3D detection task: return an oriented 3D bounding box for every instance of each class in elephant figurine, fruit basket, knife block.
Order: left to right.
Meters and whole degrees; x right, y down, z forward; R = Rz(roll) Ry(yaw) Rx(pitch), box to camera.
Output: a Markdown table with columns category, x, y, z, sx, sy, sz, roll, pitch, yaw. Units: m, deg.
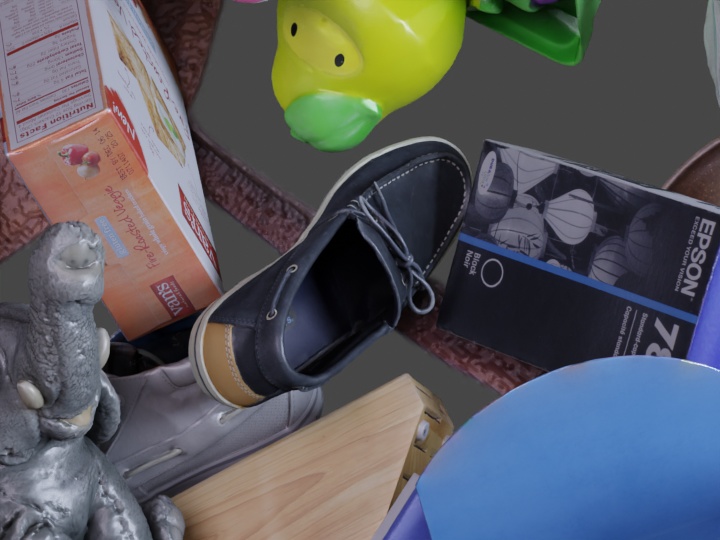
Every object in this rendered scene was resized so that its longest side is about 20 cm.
| category | x | y | z | sx | sy | sz | roll | pitch | yaw |
| --- | --- | --- | --- | --- | --- | --- | --- | --- | --- |
| elephant figurine | -0.158 | 0.074 | 1.269 | 0.155 | 0.142 | 0.201 | -16 | 105 | 6 |
| knife block | -0.066 | 0.131 | 1.357 | 0.175 | 0.064 | 0.201 | 17 | 82 | 19 |
| fruit basket | 0.019 | -0.165 | 1.375 | 0.215 | 0.156 | 0.216 | -3 | 61 | 5 |

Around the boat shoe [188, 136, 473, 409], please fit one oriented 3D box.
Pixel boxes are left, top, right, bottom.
| category | x | y | z | sx | sy | sz | roll | pitch | yaw |
| --- | --- | --- | --- | --- | --- | --- | --- | --- | --- |
| boat shoe | 0.000 | 0.000 | 1.327 | 0.062 | 0.200 | 0.075 | -5 | 116 | 45 |

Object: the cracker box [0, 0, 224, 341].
| category | x | y | z | sx | sy | sz | roll | pitch | yaw |
| --- | --- | --- | --- | --- | --- | --- | --- | --- | --- |
| cracker box | -0.128 | -0.082 | 1.350 | 0.058 | 0.134 | 0.200 | -22 | 42 | 7 |

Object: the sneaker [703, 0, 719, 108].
| category | x | y | z | sx | sy | sz | roll | pitch | yaw |
| --- | --- | --- | --- | --- | --- | --- | --- | --- | --- |
| sneaker | 0.200 | -0.057 | 1.283 | 0.070 | 0.080 | 0.201 | -21 | 71 | 9 |

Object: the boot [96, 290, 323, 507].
| category | x | y | z | sx | sy | sz | roll | pitch | yaw |
| --- | --- | --- | --- | --- | --- | --- | --- | --- | --- |
| boot | -0.124 | 0.074 | 1.363 | 0.200 | 0.096 | 0.074 | -26 | 41 | 4 |

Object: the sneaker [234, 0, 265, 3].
| category | x | y | z | sx | sy | sz | roll | pitch | yaw |
| --- | --- | --- | --- | --- | --- | --- | --- | --- | --- |
| sneaker | -0.093 | -0.204 | 1.330 | 0.200 | 0.074 | 0.087 | 32 | 50 | 21 |

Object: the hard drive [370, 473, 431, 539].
| category | x | y | z | sx | sy | sz | roll | pitch | yaw |
| --- | --- | --- | --- | --- | --- | --- | --- | --- | --- |
| hard drive | 0.025 | 0.214 | 1.294 | 0.132 | 0.025 | 0.200 | 34 | 87 | -16 |

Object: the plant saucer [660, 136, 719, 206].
| category | x | y | z | sx | sy | sz | roll | pitch | yaw |
| --- | --- | --- | --- | --- | --- | --- | --- | --- | --- |
| plant saucer | 0.222 | 0.021 | 1.314 | 0.200 | 0.037 | 0.201 | -5 | 72 | 16 |

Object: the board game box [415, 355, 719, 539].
| category | x | y | z | sx | sy | sz | roll | pitch | yaw |
| --- | --- | --- | --- | --- | --- | --- | --- | --- | --- |
| board game box | 0.112 | 0.116 | 1.266 | 0.158 | 0.200 | 0.039 | -18 | 30 | -1 |

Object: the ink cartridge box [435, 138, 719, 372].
| category | x | y | z | sx | sy | sz | roll | pitch | yaw |
| --- | --- | --- | --- | --- | --- | --- | --- | --- | --- |
| ink cartridge box | 0.126 | 0.008 | 1.297 | 0.200 | 0.039 | 0.100 | 19 | 96 | 42 |
